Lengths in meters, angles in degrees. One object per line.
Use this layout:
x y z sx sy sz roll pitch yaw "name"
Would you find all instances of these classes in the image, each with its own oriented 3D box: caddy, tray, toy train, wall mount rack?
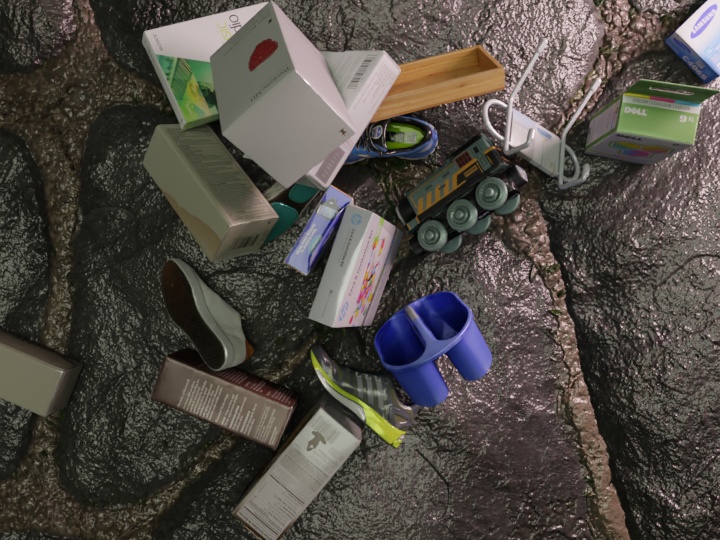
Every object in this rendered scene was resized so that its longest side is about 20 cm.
0.095 0.098 0.917 0.141 0.200 0.105 -32 106 0 "caddy"
0.097 -0.273 0.946 0.200 0.099 0.037 -15 130 -3 "tray"
0.142 -0.106 0.946 0.200 0.085 0.114 -36 71 26 "toy train"
0.272 -0.219 0.931 0.200 0.075 0.174 24 65 -27 "wall mount rack"

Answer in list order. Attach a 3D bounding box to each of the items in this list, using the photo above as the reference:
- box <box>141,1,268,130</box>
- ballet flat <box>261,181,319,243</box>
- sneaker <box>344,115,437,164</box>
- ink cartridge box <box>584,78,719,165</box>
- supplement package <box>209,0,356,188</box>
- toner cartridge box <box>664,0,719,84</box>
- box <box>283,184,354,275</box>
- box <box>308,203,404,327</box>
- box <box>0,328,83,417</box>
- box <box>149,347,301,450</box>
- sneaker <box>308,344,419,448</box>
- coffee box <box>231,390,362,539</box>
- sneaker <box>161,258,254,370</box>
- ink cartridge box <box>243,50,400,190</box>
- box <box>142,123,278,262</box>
-0.197 -0.304 0.957 0.200 0.036 0.145 -25 90 -23 "box"
-0.111 -0.115 0.977 0.200 0.069 0.069 -42 89 26 "ballet flat"
0.015 -0.203 0.963 0.199 0.089 0.079 -3 90 5 "sneaker"
0.391 -0.198 0.892 0.104 0.200 0.059 10 89 2 "ink cartridge box"
-0.105 -0.229 0.838 0.121 0.200 0.120 -36 134 16 "supplement package"
0.563 -0.384 0.961 0.200 0.043 0.095 -44 88 2 "toner cartridge box"
-0.054 -0.054 0.912 0.041 0.200 0.119 31 91 1 "box"
0.000 0.000 0.910 0.041 0.200 0.156 20 91 16 "box"
-0.544 0.145 1.001 0.200 0.068 0.082 24 92 1 "box"
-0.197 0.188 0.971 0.200 0.100 0.075 24 92 2 "box"
0.004 0.175 0.984 0.200 0.074 0.081 42 85 -6 "sneaker"
-0.089 0.289 0.962 0.080 0.114 0.200 40 93 1 "coffee box"
-0.234 0.065 0.997 0.073 0.085 0.200 -45 68 28 "sneaker"
-0.059 -0.216 0.910 0.044 0.173 0.200 38 80 -39 "ink cartridge box"
-0.218 -0.117 0.936 0.200 0.095 0.078 52 129 19 "box"
